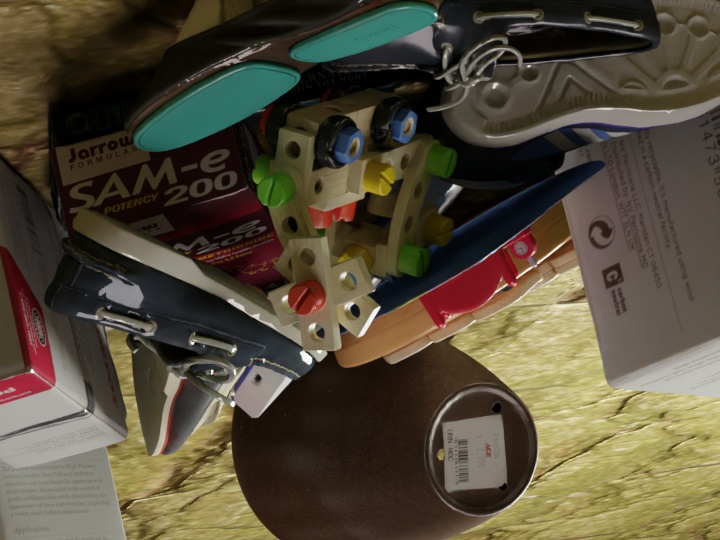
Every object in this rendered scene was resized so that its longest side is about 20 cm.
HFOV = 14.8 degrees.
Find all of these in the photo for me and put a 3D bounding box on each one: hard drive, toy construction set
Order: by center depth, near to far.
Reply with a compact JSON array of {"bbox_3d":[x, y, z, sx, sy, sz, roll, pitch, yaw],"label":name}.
[{"bbox_3d":[-0.009,-0.032,1.543,0.092,0.131,0.200,13,-161,13],"label":"toy construction set"},{"bbox_3d":[0.000,0.000,1.743,0.200,0.025,0.132,-48,177,-21],"label":"hard drive"}]

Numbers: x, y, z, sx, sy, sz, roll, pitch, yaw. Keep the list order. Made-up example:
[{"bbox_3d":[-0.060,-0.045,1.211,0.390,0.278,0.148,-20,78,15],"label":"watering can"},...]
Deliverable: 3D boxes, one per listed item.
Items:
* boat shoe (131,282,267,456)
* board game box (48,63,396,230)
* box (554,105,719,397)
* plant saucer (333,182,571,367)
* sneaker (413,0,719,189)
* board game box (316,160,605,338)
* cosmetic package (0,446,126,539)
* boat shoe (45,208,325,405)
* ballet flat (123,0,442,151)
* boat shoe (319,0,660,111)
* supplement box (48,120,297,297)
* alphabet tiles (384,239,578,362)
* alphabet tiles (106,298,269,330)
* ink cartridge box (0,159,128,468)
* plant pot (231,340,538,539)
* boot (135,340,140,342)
[{"bbox_3d":[-0.101,0.059,1.683,0.063,0.071,0.200,-11,158,-16],"label":"boat shoe"},{"bbox_3d":[-0.084,-0.077,1.633,0.200,0.028,0.135,-12,163,-10],"label":"board game box"},{"bbox_3d":[0.250,-0.044,1.715,0.200,0.199,0.171,-25,160,35],"label":"box"},{"bbox_3d":[0.063,-0.003,1.851,0.200,0.037,0.200,-32,-174,4],"label":"plant saucer"},{"bbox_3d":[0.126,-0.104,1.656,0.200,0.081,0.146,-15,172,-13],"label":"sneaker"},{"bbox_3d":[0.069,0.002,1.629,0.200,0.039,0.158,-37,-172,-40],"label":"board game box"},{"bbox_3d":[-0.227,0.106,1.797,0.102,0.200,0.074,3,155,-43],"label":"cosmetic package"},{"bbox_3d":[-0.094,0.027,1.518,0.200,0.075,0.062,29,90,-53],"label":"boat shoe"},{"bbox_3d":[-0.043,-0.128,1.442,0.200,0.068,0.068,-23,159,27],"label":"ballet flat"},{"bbox_3d":[0.069,-0.131,1.529,0.200,0.062,0.075,-9,162,-17],"label":"boat shoe"},{"bbox_3d":[-0.100,-0.030,1.617,0.109,0.061,0.200,-17,161,6],"label":"supplement box"},{"bbox_3d":[0.104,0.005,1.888,0.200,0.015,0.196,-28,-173,37],"label":"alphabet tiles"},{"bbox_3d":[-0.104,0.005,1.896,0.195,0.015,0.200,-15,162,1],"label":"alphabet tiles"},{"bbox_3d":[-0.217,0.026,1.649,0.083,0.145,0.200,-17,162,6],"label":"ink cartridge box"},{"bbox_3d":[0.034,0.123,1.975,0.187,0.187,0.200,-5,-177,-29],"label":"plant pot"},{"bbox_3d":[-0.104,0.039,1.880,0.097,0.075,0.200,-20,173,-9],"label":"boot"}]
